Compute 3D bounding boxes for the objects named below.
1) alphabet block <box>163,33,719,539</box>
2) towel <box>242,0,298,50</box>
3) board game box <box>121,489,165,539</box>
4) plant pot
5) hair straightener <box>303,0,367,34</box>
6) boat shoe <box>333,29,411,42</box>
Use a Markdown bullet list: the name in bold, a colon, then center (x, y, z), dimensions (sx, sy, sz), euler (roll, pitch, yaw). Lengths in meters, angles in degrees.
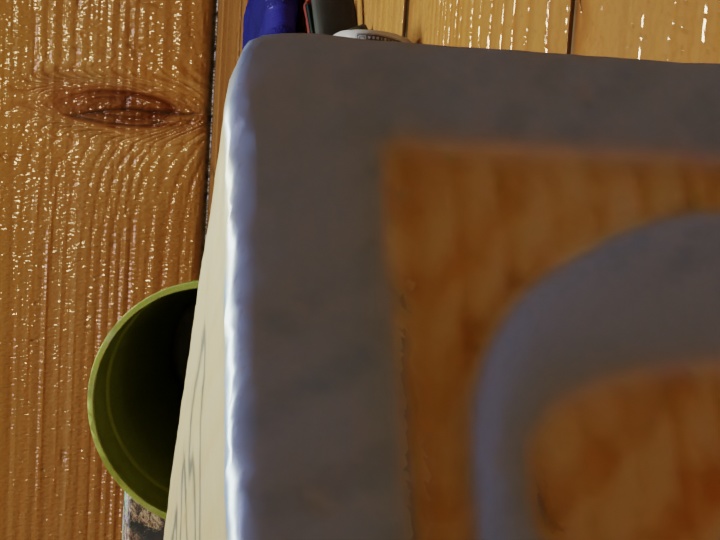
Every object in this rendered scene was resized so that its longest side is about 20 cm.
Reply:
- **alphabet block**: center (0.057, 0.091, 0.440), dimensions (0.200, 0.195, 0.197), euler (106, 166, -56)
- **towel**: center (-0.082, -0.214, 2.084), dimensions (0.148, 0.049, 0.201), euler (114, 159, -51)
- **board game box**: center (-0.136, 0.174, 1.940), dimensions (0.097, 0.159, 0.201), euler (-135, 48, -78)
- **plant pot**: center (-0.107, 0.086, 1.726), dimensions (0.193, 0.200, 0.201), euler (-72, -14, -77)
- **hair straightener**: center (-0.017, -0.151, 1.585), dimensions (0.077, 0.041, 0.201), euler (103, 167, -55)
- **boat shoe**: center (-0.008, -0.109, 1.430), dimensions (0.200, 0.072, 0.066), euler (155, 122, -72)
